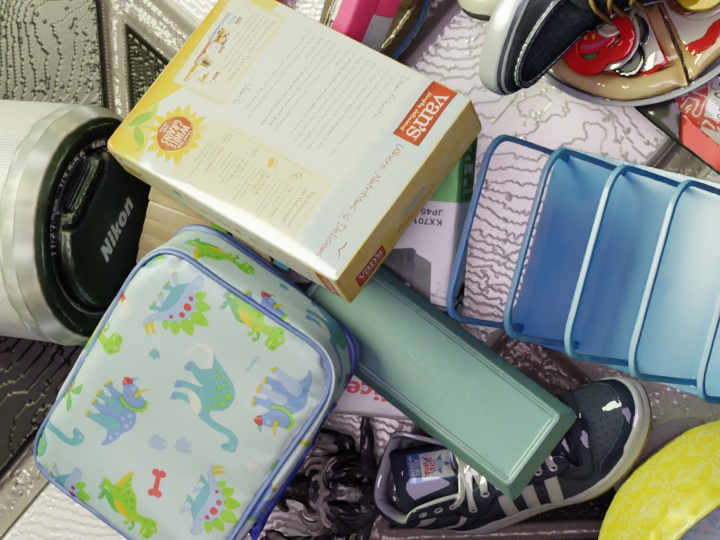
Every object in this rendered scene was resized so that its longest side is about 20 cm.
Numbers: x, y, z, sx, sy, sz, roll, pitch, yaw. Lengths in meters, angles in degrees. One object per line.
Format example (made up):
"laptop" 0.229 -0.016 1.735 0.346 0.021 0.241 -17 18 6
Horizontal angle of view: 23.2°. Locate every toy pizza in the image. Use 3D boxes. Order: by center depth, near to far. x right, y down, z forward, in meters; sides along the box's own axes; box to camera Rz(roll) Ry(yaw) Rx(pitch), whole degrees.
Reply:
"toy pizza" 0.183 -0.211 1.185 0.200 0.032 0.201 -4 81 23

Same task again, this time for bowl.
"bowl" 0.230 0.163 1.175 0.200 0.200 0.108 -42 50 8

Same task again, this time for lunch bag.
"lunch bag" -0.105 0.087 1.140 0.161 0.082 0.200 34 110 3

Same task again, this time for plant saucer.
"plant saucer" 0.042 0.061 1.148 0.200 0.019 0.070 37 93 18

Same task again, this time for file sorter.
"file sorter" 0.174 -0.002 1.142 0.200 0.123 0.139 17 94 35

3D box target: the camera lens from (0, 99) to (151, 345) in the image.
"camera lens" -0.247 -0.037 1.198 0.199 0.160 0.161 6 94 27

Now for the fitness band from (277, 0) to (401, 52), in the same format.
"fitness band" -0.026 -0.207 1.190 0.144 0.037 0.200 47 122 42

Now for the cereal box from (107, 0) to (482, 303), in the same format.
"cereal box" -0.043 -0.085 1.106 0.200 0.040 0.144 31 76 28

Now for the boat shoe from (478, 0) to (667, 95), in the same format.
"boat shoe" 0.162 -0.186 1.133 0.091 0.071 0.201 35 94 27

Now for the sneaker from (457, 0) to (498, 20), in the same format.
"sneaker" 0.103 -0.267 1.162 0.070 0.093 0.200 20 79 32

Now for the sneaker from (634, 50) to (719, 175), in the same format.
"sneaker" 0.293 -0.093 1.188 0.201 0.067 0.108 39 100 7

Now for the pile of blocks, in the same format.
"pile of blocks" -0.048 -0.033 1.162 0.199 0.062 0.082 -4 108 16

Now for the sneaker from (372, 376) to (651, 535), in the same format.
"sneaker" 0.093 0.124 1.164 0.200 0.108 0.070 -36 54 40

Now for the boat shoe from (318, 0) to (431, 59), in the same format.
"boat shoe" 0.025 -0.223 1.215 0.072 0.072 0.200 29 96 7

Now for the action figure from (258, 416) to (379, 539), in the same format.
"action figure" -0.057 0.156 1.233 0.199 0.102 0.119 2 91 11

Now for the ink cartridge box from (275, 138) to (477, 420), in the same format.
"ink cartridge box" 0.000 0.000 1.225 0.146 0.083 0.201 4 94 8
